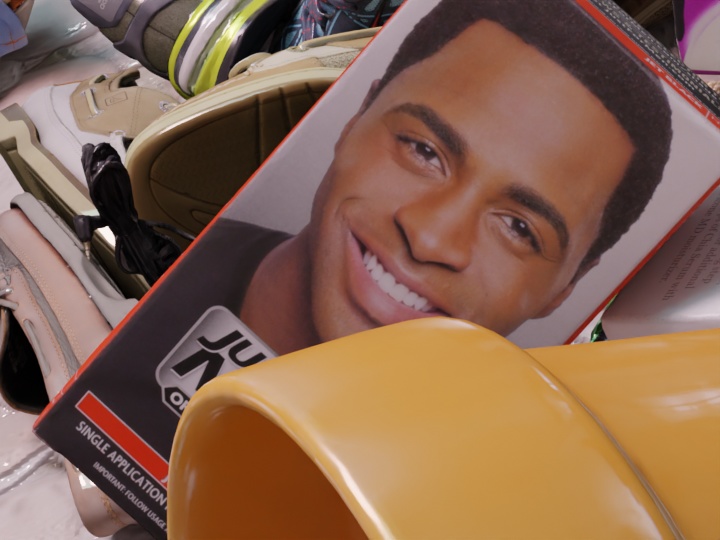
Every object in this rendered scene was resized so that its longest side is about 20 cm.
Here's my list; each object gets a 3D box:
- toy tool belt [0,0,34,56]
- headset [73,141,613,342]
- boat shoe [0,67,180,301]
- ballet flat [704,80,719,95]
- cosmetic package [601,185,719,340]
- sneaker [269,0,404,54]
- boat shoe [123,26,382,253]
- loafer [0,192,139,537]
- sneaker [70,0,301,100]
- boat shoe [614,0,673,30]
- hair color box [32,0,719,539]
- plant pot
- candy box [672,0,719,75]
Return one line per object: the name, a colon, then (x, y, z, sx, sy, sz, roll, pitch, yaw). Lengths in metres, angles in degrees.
toy tool belt: (-0.233, -0.108, 1.285, 0.200, 0.125, 0.123, -32, 19, -11)
headset: (0.000, 0.000, 0.912, 0.200, 0.094, 0.124, 8, 49, 34)
boat shoe: (-0.090, -0.038, 1.090, 0.068, 0.075, 0.200, -33, 29, -8)
ballet flat: (0.115, -0.034, 0.939, 0.200, 0.071, 0.065, 8, 15, 43)
cosmetic package: (0.181, 0.009, 0.779, 0.200, 0.071, 0.101, -2, 36, 39)
sneaker: (0.003, -0.117, 1.053, 0.200, 0.095, 0.079, -52, 53, 22)
boat shoe: (0.008, -0.056, 1.017, 0.200, 0.073, 0.063, -18, 28, -11)
loafer: (-0.105, 0.030, 0.993, 0.063, 0.072, 0.200, -38, 32, -8)
sneaker: (-0.061, -0.125, 1.163, 0.074, 0.081, 0.200, -60, 0, 17)
boat shoe: (0.100, -0.121, 1.097, 0.200, 0.071, 0.065, -23, -9, 21)
hair color box: (0.009, 0.002, 0.812, 0.200, 0.101, 0.061, -49, 0, 14)
plant pot: (0.080, 0.093, 0.613, 0.183, 0.201, 0.200, -17, 23, -20)
candy box: (0.214, -0.115, 0.923, 0.200, 0.061, 0.136, -25, 21, -39)
